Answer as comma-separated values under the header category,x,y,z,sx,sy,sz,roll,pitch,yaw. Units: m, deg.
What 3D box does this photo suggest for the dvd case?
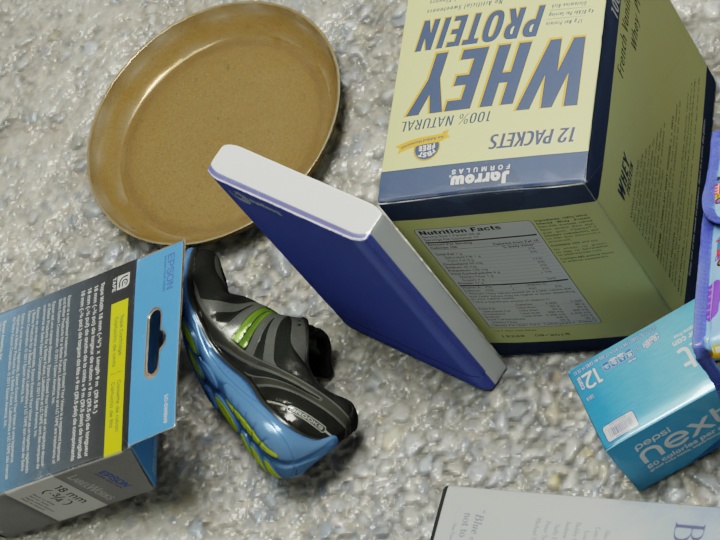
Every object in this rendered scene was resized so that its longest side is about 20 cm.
category,x,y,z,sx,sy,sz,roll,pitch,yaw
dvd case,0.124,0.202,1.630,0.200,0.018,0.143,2,62,28

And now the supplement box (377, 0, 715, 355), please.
category,x,y,z,sx,sy,sz,roll,pitch,yaw
supplement box,0.121,-0.082,1.687,0.134,0.200,0.200,-5,60,24

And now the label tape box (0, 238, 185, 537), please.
category,x,y,z,sx,sy,sz,roll,pitch,yaw
label tape box,-0.177,0.081,1.808,0.200,0.063,0.145,-20,54,31

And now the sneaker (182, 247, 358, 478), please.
category,x,y,z,sx,sy,sz,roll,pitch,yaw
sneaker,-0.064,0.057,1.795,0.083,0.071,0.200,-24,47,-15

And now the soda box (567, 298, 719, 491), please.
category,x,y,z,sx,sy,sz,roll,pitch,yaw
soda box,0.231,0.049,1.634,0.200,0.068,0.064,-30,54,9

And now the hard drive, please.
category,x,y,z,sx,sy,sz,roll,pitch,yaw
hard drive,0.000,0.000,1.700,0.132,0.200,0.025,24,75,36

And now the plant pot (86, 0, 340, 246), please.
category,x,y,z,sx,sy,sz,roll,pitch,yaw
plant pot,-0.100,-0.100,1.924,0.200,0.027,0.200,-13,57,21

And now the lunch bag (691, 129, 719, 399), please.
category,x,y,z,sx,sy,sz,roll,pitch,yaw
lunch bag,0.277,-0.019,1.566,0.150,0.094,0.200,-10,49,21
